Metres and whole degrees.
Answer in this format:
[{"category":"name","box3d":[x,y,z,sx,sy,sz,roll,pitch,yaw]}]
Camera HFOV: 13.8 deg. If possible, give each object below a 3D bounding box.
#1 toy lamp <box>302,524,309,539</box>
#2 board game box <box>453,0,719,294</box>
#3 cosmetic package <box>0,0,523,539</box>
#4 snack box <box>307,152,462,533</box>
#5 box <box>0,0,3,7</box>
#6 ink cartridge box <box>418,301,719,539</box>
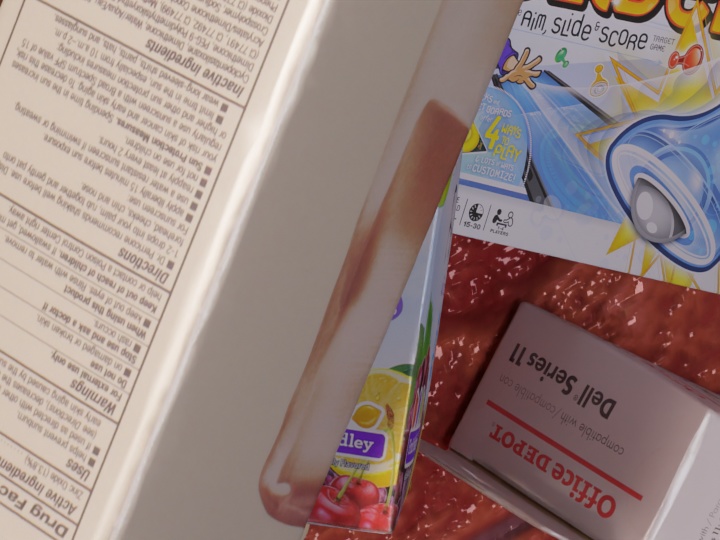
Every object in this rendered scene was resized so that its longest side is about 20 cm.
[{"category":"toy lamp","box3d":[-0.034,0.109,1.045,0.058,0.058,0.201,4,106,-36]},{"category":"board game box","box3d":[0.097,-0.069,1.074,0.200,0.034,0.136,11,103,-37]},{"category":"cosmetic package","box3d":[-0.045,-0.017,0.767,0.087,0.103,0.200,10,107,-55]},{"category":"snack box","box3d":[0.000,0.000,0.904,0.053,0.200,0.143,7,90,2]},{"category":"box","box3d":[-0.188,-0.082,0.761,0.199,0.075,0.100,5,132,-31]},{"category":"ink cartridge box","box3d":[0.116,0.076,1.096,0.200,0.117,0.067,24,94,-40]}]
